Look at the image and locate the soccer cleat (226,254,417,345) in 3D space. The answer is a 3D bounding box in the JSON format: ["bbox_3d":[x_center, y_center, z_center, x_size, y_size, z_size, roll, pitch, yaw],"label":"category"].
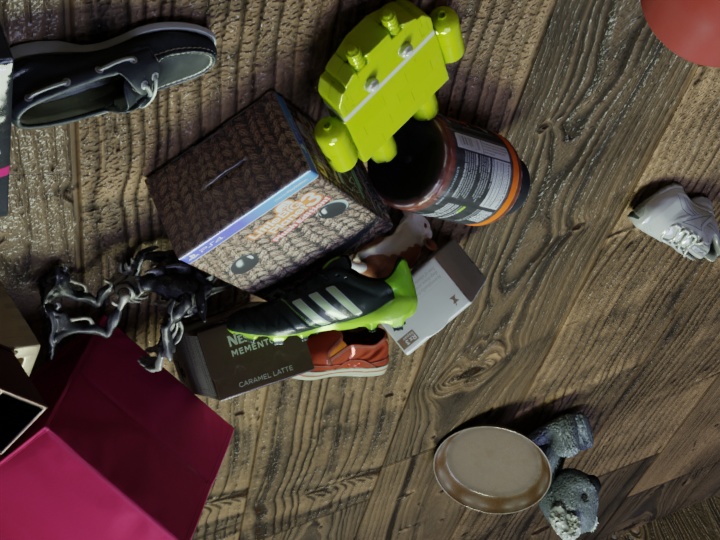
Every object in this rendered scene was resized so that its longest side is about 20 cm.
[{"bbox_3d":[-0.041,0.028,1.560,0.198,0.082,0.068,-7,-172,2],"label":"soccer cleat"}]

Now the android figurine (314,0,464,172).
[{"bbox_3d":[0.025,-0.178,1.434,0.182,0.041,0.200,-44,157,-9],"label":"android figurine"}]

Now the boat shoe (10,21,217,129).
[{"bbox_3d":[-0.206,-0.158,1.268,0.199,0.061,0.076,-15,153,-22],"label":"boat shoe"}]

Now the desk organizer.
[{"bbox_3d":[-0.373,0.093,1.343,0.072,0.077,0.200,-44,148,6],"label":"desk organizer"}]

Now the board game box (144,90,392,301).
[{"bbox_3d":[-0.087,-0.067,1.517,0.159,0.097,0.200,-33,155,15],"label":"board game box"}]

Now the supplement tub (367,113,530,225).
[{"bbox_3d":[0.102,-0.105,1.616,0.107,0.107,0.199,-39,154,26],"label":"supplement tub"}]

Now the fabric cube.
[{"bbox_3d":[-0.290,0.212,1.637,0.199,0.200,0.196,43,123,-17],"label":"fabric cube"}]

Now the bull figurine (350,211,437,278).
[{"bbox_3d":[0.000,0.000,1.774,0.121,0.065,0.200,2,141,-39],"label":"bull figurine"}]

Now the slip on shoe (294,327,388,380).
[{"bbox_3d":[-0.047,0.101,1.936,0.199,0.074,0.062,0,111,-34],"label":"slip on shoe"}]

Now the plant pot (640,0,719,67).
[{"bbox_3d":[0.358,-0.293,1.420,0.199,0.202,0.177,-17,163,-18],"label":"plant pot"}]

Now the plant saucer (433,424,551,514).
[{"bbox_3d":[0.222,0.327,2.547,0.199,0.032,0.201,6,129,8],"label":"plant saucer"}]

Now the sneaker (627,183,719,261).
[{"bbox_3d":[0.435,-0.061,2.049,0.199,0.088,0.074,6,143,-47],"label":"sneaker"}]

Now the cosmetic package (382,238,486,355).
[{"bbox_3d":[0.083,0.027,1.794,0.102,0.074,0.200,-40,178,11],"label":"cosmetic package"}]

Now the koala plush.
[{"bbox_3d":[0.344,0.373,2.637,0.183,0.201,0.177,-30,170,15],"label":"koala plush"}]

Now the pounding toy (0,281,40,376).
[{"bbox_3d":[-0.421,0.100,1.508,0.199,0.142,0.185,-5,134,-43],"label":"pounding toy"}]

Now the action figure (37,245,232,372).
[{"bbox_3d":[-0.228,0.034,1.566,0.198,0.119,0.102,-7,141,-17],"label":"action figure"}]

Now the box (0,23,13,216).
[{"bbox_3d":[-0.327,-0.130,1.132,0.105,0.123,0.200,-14,152,-23],"label":"box"}]

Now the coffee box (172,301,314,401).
[{"bbox_3d":[-0.138,0.087,1.686,0.114,0.080,0.200,-19,-176,-18],"label":"coffee box"}]
